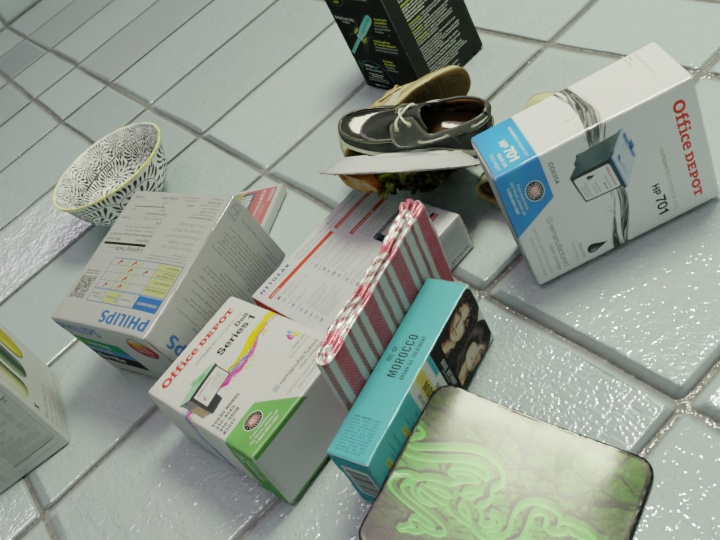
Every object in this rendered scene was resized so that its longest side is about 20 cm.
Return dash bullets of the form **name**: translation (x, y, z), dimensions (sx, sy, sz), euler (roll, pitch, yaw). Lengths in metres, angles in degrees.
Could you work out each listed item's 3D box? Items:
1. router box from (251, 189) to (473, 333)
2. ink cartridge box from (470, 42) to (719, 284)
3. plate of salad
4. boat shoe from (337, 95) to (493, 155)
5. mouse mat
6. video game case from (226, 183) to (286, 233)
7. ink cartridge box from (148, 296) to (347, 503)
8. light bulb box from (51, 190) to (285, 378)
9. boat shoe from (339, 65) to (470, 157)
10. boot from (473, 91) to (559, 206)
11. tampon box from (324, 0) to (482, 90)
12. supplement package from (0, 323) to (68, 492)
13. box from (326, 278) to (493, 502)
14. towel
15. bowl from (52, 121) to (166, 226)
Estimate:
- **router box**: translation (0.000, 0.000, 0.967), dimensions (0.200, 0.049, 0.179), euler (-47, 39, -17)
- **ink cartridge box**: translation (0.229, -0.101, 0.831), dimensions (0.198, 0.147, 0.086), euler (-26, 36, 9)
- **plate of salad**: translation (0.049, -0.111, 0.989), dimensions (0.197, 0.049, 0.200), euler (-4, 9, 1)
- **boat shoe**: translation (0.066, -0.186, 1.056), dimensions (0.197, 0.068, 0.073), euler (2, 67, 11)
- **mouse mat**: translation (0.114, 0.185, 0.679), dimensions (0.198, 0.008, 0.162), euler (16, 58, 29)
- **video game case**: translation (-0.208, -0.053, 1.203), dimensions (0.198, 0.018, 0.144), euler (-8, 44, 30)
- **ink cartridge box**: translation (-0.104, 0.124, 0.878), dimensions (0.199, 0.084, 0.145), euler (16, 59, 46)
- **light bulb box**: translation (-0.232, 0.019, 1.039), dimensions (0.196, 0.125, 0.201), euler (6, 59, 40)
- **boat shoe**: translation (0.054, -0.216, 1.144), dimensions (0.199, 0.074, 0.067), euler (-33, 43, 0)
- **boot**: translation (0.230, -0.129, 0.922), dimensions (0.199, 0.072, 0.155), euler (7, 52, 49)
- **tampon box**: translation (0.053, -0.372, 1.210), dimensions (0.126, 0.201, 0.149), euler (-44, 39, -15)
- **supplement package**: translation (-0.482, 0.151, 1.028), dimensions (0.150, 0.201, 0.152), euler (-36, 38, -4)
- **box**: translation (0.051, 0.110, 0.783), dimensions (0.049, 0.083, 0.201), euler (8, 54, 38)
- **towel**: translation (0.030, 0.050, 0.810), dimensions (0.030, 0.147, 0.201), euler (12, 56, 34)
- **bowl**: translation (-0.376, -0.134, 1.349), dimensions (0.199, 0.095, 0.202), euler (-20, 40, 18)
